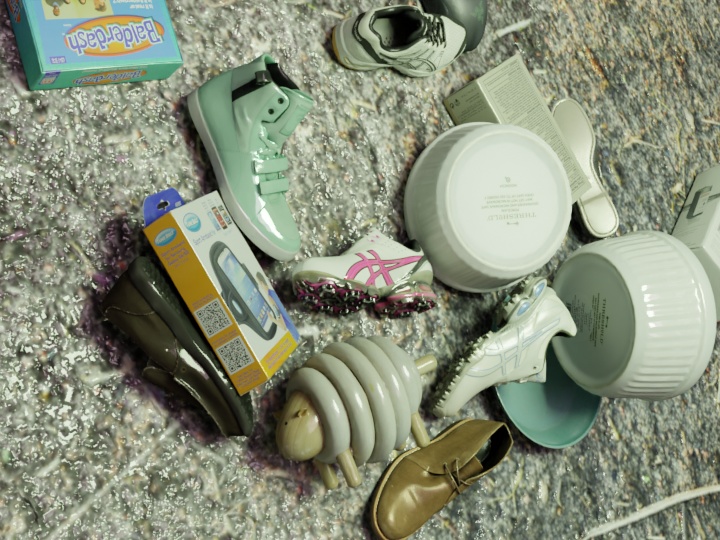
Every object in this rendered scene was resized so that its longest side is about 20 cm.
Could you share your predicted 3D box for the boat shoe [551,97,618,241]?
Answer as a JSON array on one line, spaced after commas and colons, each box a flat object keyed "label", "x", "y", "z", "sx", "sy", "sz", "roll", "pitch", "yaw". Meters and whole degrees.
[{"label": "boat shoe", "x": 0.301, "y": -0.135, "z": 1.293, "sx": 0.065, "sy": 0.057, "sz": 0.204, "roll": -16, "pitch": 81, "yaw": -2}]

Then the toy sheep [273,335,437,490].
[{"label": "toy sheep", "x": -0.001, "y": 0.133, "z": 0.940, "sx": 0.198, "sy": 0.137, "sz": 0.140, "roll": -22, "pitch": 90, "yaw": -34}]

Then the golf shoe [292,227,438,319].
[{"label": "golf shoe", "x": 0.000, "y": 0.000, "z": 1.020, "sx": 0.198, "sy": 0.072, "sz": 0.094, "roll": 7, "pitch": 66, "yaw": -45}]

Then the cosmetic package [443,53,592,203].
[{"label": "cosmetic package", "x": 0.204, "y": -0.164, "z": 1.211, "sx": 0.103, "sy": 0.073, "sz": 0.203, "roll": -34, "pitch": 97, "yaw": -37}]

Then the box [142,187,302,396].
[{"label": "box", "x": -0.133, "y": 0.007, "z": 0.900, "sx": 0.203, "sy": 0.041, "sz": 0.119, "roll": 62, "pitch": 17, "yaw": -7}]

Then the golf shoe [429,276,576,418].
[{"label": "golf shoe", "x": 0.166, "y": 0.105, "z": 1.060, "sx": 0.097, "sy": 0.078, "sz": 0.200, "roll": 43, "pitch": 84, "yaw": 0}]

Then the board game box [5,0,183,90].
[{"label": "board game box", "x": -0.273, "y": -0.285, "z": 0.917, "sx": 0.150, "sy": 0.045, "sz": 0.204, "roll": -13, "pitch": 84, "yaw": -38}]

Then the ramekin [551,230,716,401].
[{"label": "ramekin", "x": 0.310, "y": 0.056, "z": 1.107, "sx": 0.103, "sy": 0.200, "sz": 0.205, "roll": -3, "pitch": 78, "yaw": -26}]

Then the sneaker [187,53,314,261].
[{"label": "sneaker", "x": -0.087, "y": -0.117, "z": 0.949, "sx": 0.203, "sy": 0.117, "sz": 0.074, "roll": 63, "pitch": 24, "yaw": -2}]

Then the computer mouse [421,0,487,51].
[{"label": "computer mouse", "x": 0.106, "y": -0.382, "z": 1.217, "sx": 0.138, "sy": 0.052, "sz": 0.202, "roll": -42, "pitch": 102, "yaw": -37}]

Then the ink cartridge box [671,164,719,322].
[{"label": "ink cartridge box", "x": 0.556, "y": -0.046, "z": 1.426, "sx": 0.146, "sy": 0.084, "sz": 0.201, "roll": 46, "pitch": 57, "yaw": -16}]

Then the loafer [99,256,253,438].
[{"label": "loafer", "x": -0.170, "y": 0.082, "z": 0.878, "sx": 0.071, "sy": 0.073, "sz": 0.202, "roll": -32, "pitch": 107, "yaw": 6}]

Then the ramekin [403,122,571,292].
[{"label": "ramekin", "x": 0.155, "y": -0.078, "z": 1.093, "sx": 0.198, "sy": 0.094, "sz": 0.208, "roll": 1, "pitch": 87, "yaw": -15}]

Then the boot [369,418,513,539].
[{"label": "boot", "x": 0.089, "y": 0.220, "z": 1.014, "sx": 0.199, "sy": 0.075, "sz": 0.075, "roll": -34, "pitch": 98, "yaw": -36}]

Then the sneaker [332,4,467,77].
[{"label": "sneaker", "x": 0.065, "y": -0.279, "z": 1.127, "sx": 0.197, "sy": 0.087, "sz": 0.077, "roll": -14, "pitch": 92, "yaw": -34}]

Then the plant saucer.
[{"label": "plant saucer", "x": 0.223, "y": 0.120, "z": 1.164, "sx": 0.197, "sy": 0.036, "sz": 0.205, "roll": 12, "pitch": 69, "yaw": -34}]
